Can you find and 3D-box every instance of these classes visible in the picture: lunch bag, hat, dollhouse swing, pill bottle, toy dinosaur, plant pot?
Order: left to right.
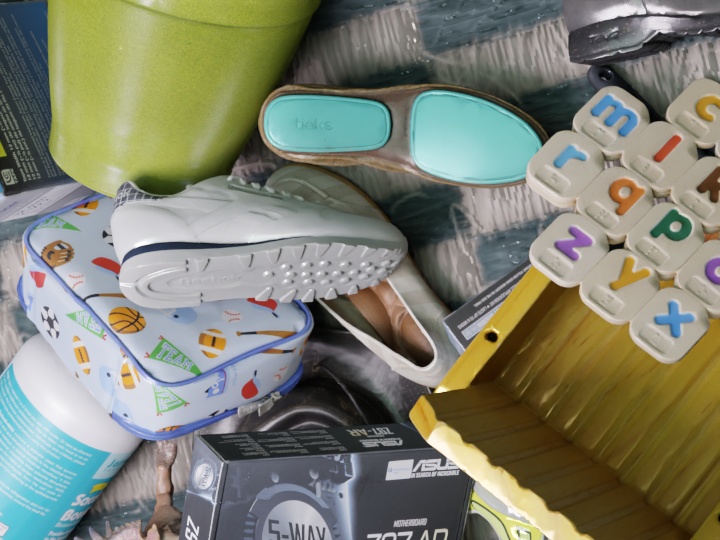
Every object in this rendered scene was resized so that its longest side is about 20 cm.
[{"bbox_3d":[-0.225,0.121,1.852,0.111,0.111,0.200,43,111,13],"label":"pill bottle"},{"bbox_3d":[-0.153,0.216,1.803,0.086,0.136,0.200,30,136,12],"label":"toy dinosaur"},{"bbox_3d":[-0.132,-0.154,1.752,0.200,0.200,0.194,25,116,19],"label":"plant pot"},{"bbox_3d":[-0.130,0.026,1.765,0.200,0.160,0.076,46,140,30],"label":"lunch bag"},{"bbox_3d":[-0.041,0.132,1.790,0.200,0.081,0.202,3,98,23],"label":"hat"},{"bbox_3d":[0.155,0.081,1.563,0.200,0.176,0.182,38,88,16],"label":"dollhouse swing"}]

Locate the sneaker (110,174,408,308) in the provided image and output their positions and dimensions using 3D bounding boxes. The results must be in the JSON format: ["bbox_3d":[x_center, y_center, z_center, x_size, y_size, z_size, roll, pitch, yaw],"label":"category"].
[{"bbox_3d":[-0.066,-0.027,1.712,0.077,0.199,0.081,110,155,-53],"label":"sneaker"}]

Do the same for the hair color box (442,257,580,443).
[{"bbox_3d":[0.152,0.089,1.686,0.099,0.061,0.200,-36,75,-3],"label":"hair color box"}]

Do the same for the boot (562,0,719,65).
[{"bbox_3d":[0.213,-0.213,1.654,0.199,0.070,0.132,-10,87,20],"label":"boot"}]

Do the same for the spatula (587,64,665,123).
[{"bbox_3d":[0.222,-0.070,1.681,0.200,0.056,0.021,42,151,20],"label":"spatula"}]

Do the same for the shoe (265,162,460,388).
[{"bbox_3d":[0.000,0.000,1.769,0.200,0.053,0.070,47,109,17],"label":"shoe"}]

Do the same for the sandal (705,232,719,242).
[{"bbox_3d":[0.253,0.067,1.668,0.079,0.059,0.208,-17,89,24],"label":"sandal"}]

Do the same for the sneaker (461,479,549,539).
[{"bbox_3d":[0.147,0.200,1.729,0.076,0.075,0.200,-46,67,28],"label":"sneaker"}]

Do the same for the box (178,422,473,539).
[{"bbox_3d":[-0.026,0.185,1.718,0.044,0.199,0.161,37,121,53],"label":"box"}]

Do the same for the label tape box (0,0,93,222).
[{"bbox_3d":[-0.266,-0.109,1.795,0.066,0.200,0.144,-29,85,29],"label":"label tape box"}]

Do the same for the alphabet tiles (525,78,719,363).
[{"bbox_3d":[0.207,-0.033,1.632,0.200,0.196,0.015,37,151,15],"label":"alphabet tiles"}]

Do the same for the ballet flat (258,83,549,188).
[{"bbox_3d":[0.032,-0.094,1.733,0.199,0.072,0.068,3,96,8],"label":"ballet flat"}]
